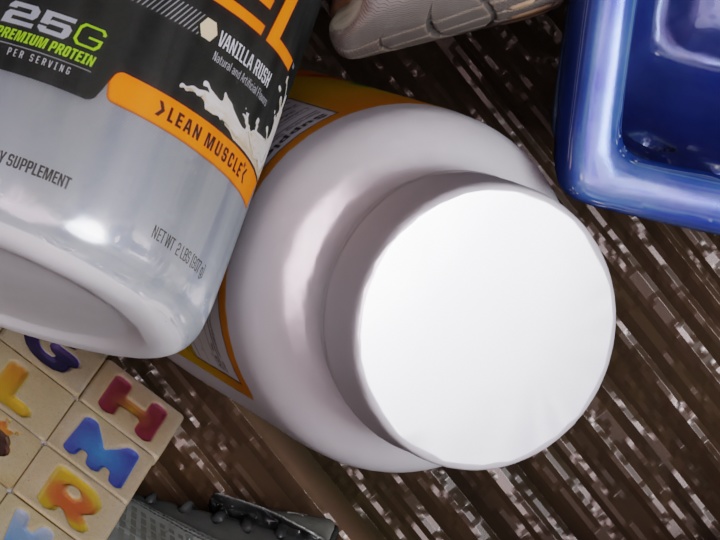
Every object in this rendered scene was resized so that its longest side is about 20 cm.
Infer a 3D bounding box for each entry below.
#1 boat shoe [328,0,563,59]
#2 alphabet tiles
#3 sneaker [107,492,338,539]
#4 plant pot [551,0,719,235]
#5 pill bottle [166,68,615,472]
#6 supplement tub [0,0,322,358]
[{"bbox_3d":[0.023,-0.109,0.892,0.075,0.200,0.072,-13,94,4],"label":"boat shoe"},{"bbox_3d":[-0.140,0.025,0.893,0.166,0.200,0.006,37,116,-4],"label":"alphabet tiles"},{"bbox_3d":[-0.054,0.106,0.962,0.200,0.067,0.091,41,70,6],"label":"sneaker"},{"bbox_3d":[0.163,-0.108,0.907,0.199,0.180,0.201,9,95,-4],"label":"plant pot"},{"bbox_3d":[0.000,0.000,0.882,0.110,0.200,0.112,-4,101,-21],"label":"pill bottle"},{"bbox_3d":[-0.072,-0.086,0.826,0.122,0.123,0.201,20,75,-4],"label":"supplement tub"}]
